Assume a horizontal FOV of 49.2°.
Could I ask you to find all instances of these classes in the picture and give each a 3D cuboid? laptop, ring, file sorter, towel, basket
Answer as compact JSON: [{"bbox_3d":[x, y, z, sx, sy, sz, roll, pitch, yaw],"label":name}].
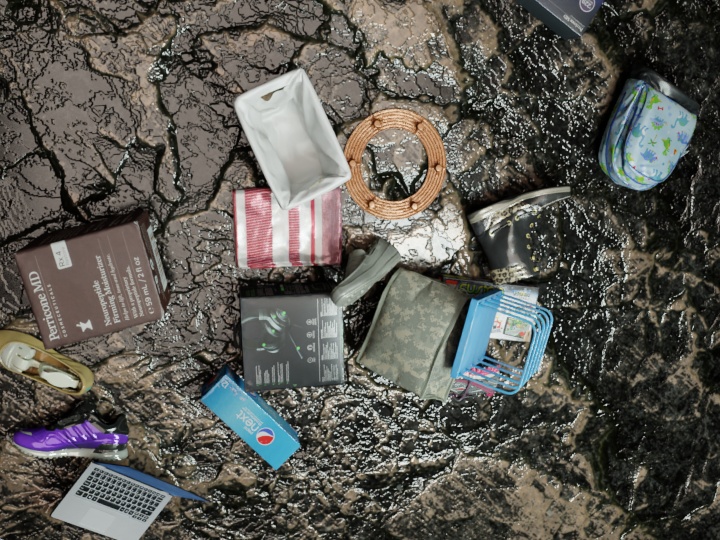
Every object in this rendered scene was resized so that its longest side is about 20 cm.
[{"bbox_3d":[-0.407,0.421,1.393,0.187,0.116,0.201,37,93,-36],"label":"laptop"},{"bbox_3d":[0.064,-0.193,1.439,0.197,0.019,0.204,-2,102,-10],"label":"ring"},{"bbox_3d":[0.256,0.124,1.389,0.121,0.199,0.141,18,100,21],"label":"file sorter"},{"bbox_3d":[-0.131,-0.078,1.424,0.196,0.023,0.147,-3,101,-10],"label":"towel"},{"bbox_3d":[-0.118,-0.219,1.337,0.134,0.123,0.203,-26,99,-5],"label":"basket"}]

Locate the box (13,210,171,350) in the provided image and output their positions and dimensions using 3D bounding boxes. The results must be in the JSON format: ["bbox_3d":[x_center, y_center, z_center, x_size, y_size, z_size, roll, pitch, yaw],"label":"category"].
[{"bbox_3d":[-0.436,0.010,1.310,0.197,0.164,0.169,-15,104,-7],"label":"box"}]

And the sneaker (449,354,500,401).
[{"bbox_3d":[0.174,0.213,1.509,0.196,0.081,0.076,-2,108,-8],"label":"sneaker"}]

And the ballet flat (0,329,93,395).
[{"bbox_3d":[-0.562,0.161,1.369,0.198,0.063,0.070,24,96,-14],"label":"ballet flat"}]

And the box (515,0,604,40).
[{"bbox_3d":[0.342,-0.529,1.394,0.198,0.079,0.142,31,97,-15],"label":"box"}]

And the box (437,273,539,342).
[{"bbox_3d":[0.240,0.073,1.515,0.196,0.035,0.112,7,100,-12],"label":"box"}]

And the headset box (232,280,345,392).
[{"bbox_3d":[-0.132,0.118,1.425,0.196,0.093,0.177,-4,102,-9],"label":"headset box"}]

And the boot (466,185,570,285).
[{"bbox_3d":[0.311,-0.068,1.469,0.197,0.073,0.153,-17,93,-3],"label":"boot"}]

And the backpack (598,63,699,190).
[{"bbox_3d":[0.530,-0.251,1.462,0.162,0.154,0.201,27,108,-21],"label":"backpack"}]

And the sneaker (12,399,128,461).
[{"bbox_3d":[-0.512,0.278,1.404,0.197,0.069,0.101,7,95,-17],"label":"sneaker"}]

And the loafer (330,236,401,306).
[{"bbox_3d":[0.000,0.000,1.395,0.070,0.200,0.070,46,128,4],"label":"loafer"}]

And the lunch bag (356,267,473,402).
[{"bbox_3d":[0.109,0.110,1.420,0.117,0.163,0.203,19,94,-55],"label":"lunch bag"}]

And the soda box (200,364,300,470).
[{"bbox_3d":[-0.204,0.271,1.457,0.068,0.064,0.200,-43,105,1],"label":"soda box"}]
